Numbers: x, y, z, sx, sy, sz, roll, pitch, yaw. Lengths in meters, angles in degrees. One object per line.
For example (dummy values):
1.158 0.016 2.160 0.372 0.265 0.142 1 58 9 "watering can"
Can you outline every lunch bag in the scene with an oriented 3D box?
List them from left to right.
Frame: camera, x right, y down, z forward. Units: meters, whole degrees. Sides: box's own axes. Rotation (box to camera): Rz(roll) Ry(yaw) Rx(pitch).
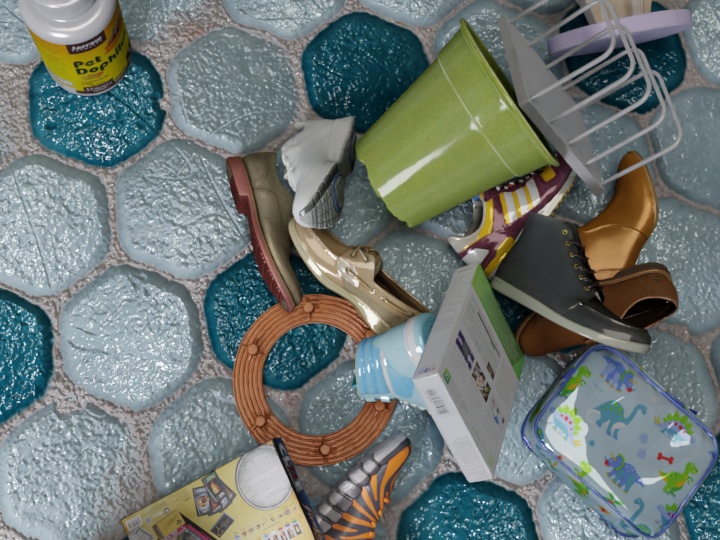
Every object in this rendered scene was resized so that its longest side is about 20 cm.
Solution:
0.301 0.195 1.167 0.199 0.083 0.161 40 77 5 "lunch bag"

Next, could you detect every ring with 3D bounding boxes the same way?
-0.051 0.126 1.184 0.196 0.019 0.205 1 77 -5 "ring"

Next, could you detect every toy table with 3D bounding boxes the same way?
0.318 -0.345 1.263 0.197 0.183 0.120 -13 93 -30 "toy table"

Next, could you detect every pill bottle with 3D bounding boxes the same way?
-0.329 -0.290 1.165 0.107 0.200 0.112 1 76 -5 "pill bottle"

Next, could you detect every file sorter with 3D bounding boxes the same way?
0.267 -0.215 1.163 0.123 0.199 0.141 -28 49 25 "file sorter"

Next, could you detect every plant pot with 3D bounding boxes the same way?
0.100 -0.153 1.176 0.189 0.200 0.202 -34 80 14 "plant pot"

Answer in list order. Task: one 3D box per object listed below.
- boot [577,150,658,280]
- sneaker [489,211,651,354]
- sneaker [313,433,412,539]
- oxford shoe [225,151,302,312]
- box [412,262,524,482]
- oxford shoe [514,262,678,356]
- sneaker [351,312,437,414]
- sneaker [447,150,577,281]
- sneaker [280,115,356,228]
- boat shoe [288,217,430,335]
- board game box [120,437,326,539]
0.287 -0.045 1.232 0.141 0.071 0.205 -3 81 -7 "boot"
0.245 0.011 1.122 0.198 0.074 0.108 28 95 30 "sneaker"
0.009 0.285 1.129 0.112 0.078 0.200 43 87 2 "sneaker"
-0.098 -0.052 1.198 0.074 0.070 0.203 -17 80 -15 "oxford shoe"
0.124 0.107 1.104 0.146 0.036 0.201 61 33 -24 "box"
0.272 0.056 1.170 0.197 0.072 0.072 -25 122 14 "oxford shoe"
0.066 0.133 1.158 0.129 0.201 0.080 -16 37 29 "sneaker"
0.189 -0.087 1.230 0.090 0.075 0.201 37 75 -2 "sneaker"
-0.057 -0.115 1.189 0.085 0.076 0.201 4 35 7 "sneaker"
0.000 0.000 1.178 0.200 0.071 0.064 45 113 -7 "boat shoe"
-0.147 0.287 1.091 0.198 0.035 0.137 -28 79 10 "board game box"
